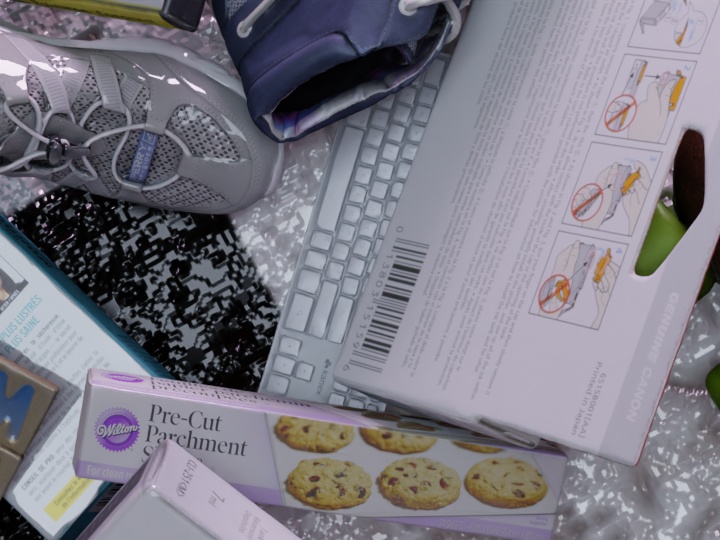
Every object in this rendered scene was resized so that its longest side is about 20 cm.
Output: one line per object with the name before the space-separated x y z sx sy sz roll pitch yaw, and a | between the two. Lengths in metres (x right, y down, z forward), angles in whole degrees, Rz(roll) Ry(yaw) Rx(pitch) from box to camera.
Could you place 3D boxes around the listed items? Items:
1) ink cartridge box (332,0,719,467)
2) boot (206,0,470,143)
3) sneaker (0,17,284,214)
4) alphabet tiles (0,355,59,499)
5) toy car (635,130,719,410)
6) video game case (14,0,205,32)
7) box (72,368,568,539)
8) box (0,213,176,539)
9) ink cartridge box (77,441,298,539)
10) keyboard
ink cartridge box | 0.089 -0.028 0.833 0.173 0.043 0.201 14 81 48
boot | 0.032 -0.130 0.863 0.199 0.073 0.091 -30 56 16
sneaker | -0.131 -0.057 0.878 0.199 0.082 0.075 14 122 -1
alphabet tiles | -0.247 0.069 0.869 0.199 0.008 0.168 29 107 -6
toy car | 0.190 -0.022 0.798 0.164 0.200 0.158 -38 82 1
video game case | -0.118 -0.211 0.900 0.180 0.025 0.201 13 86 33
box | -0.016 0.076 0.862 0.199 0.039 0.042 10 96 -10
box | -0.170 0.019 0.907 0.200 0.049 0.082 43 90 8
ink cartridge box | -0.070 0.192 0.844 0.173 0.044 0.200 38 113 -9
keyboard | 0.000 0.000 0.911 0.056 0.011 0.201 16 86 7
